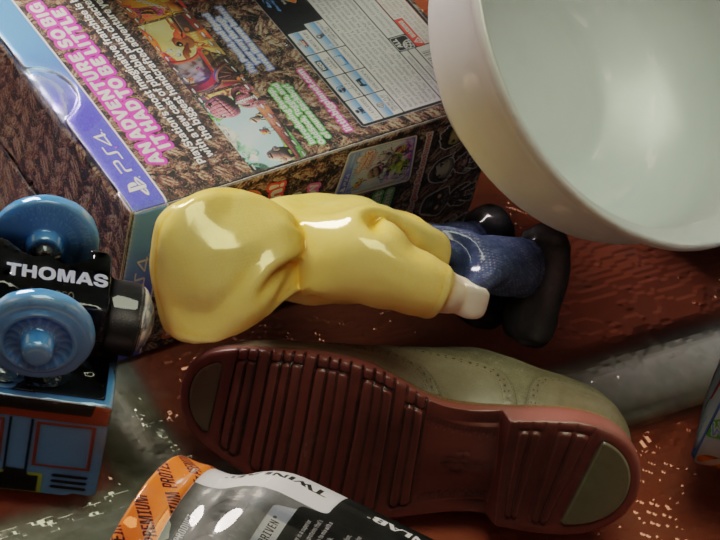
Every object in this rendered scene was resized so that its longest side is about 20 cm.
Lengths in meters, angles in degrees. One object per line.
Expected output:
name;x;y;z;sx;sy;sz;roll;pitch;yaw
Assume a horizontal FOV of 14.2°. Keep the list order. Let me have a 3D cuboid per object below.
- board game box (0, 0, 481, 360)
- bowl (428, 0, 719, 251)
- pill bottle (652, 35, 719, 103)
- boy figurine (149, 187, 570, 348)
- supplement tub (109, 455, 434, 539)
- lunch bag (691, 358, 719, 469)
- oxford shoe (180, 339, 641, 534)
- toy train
board game box;-0.066;-0.069;1.325;0.199;0.097;0.160;-18;52;-30
bowl;0.097;-0.094;1.273;0.200;0.090;0.202;15;65;-35
pill bottle;0.210;-0.103;1.426;0.106;0.107;0.200;37;48;22
boy figurine;0.000;0.000;1.218;0.199;0.065;0.124;-1;14;-42
supplement tub;-0.003;0.155;1.096;0.199;0.123;0.123;26;44;10
lunch bag;0.211;0.002;1.257;0.075;0.201;0.160;22;31;6
oxford shoe;0.020;0.064;1.247;0.199;0.071;0.075;14;24;-6
toy train;-0.187;0.026;1.184;0.199;0.115;0.087;7;40;-8
